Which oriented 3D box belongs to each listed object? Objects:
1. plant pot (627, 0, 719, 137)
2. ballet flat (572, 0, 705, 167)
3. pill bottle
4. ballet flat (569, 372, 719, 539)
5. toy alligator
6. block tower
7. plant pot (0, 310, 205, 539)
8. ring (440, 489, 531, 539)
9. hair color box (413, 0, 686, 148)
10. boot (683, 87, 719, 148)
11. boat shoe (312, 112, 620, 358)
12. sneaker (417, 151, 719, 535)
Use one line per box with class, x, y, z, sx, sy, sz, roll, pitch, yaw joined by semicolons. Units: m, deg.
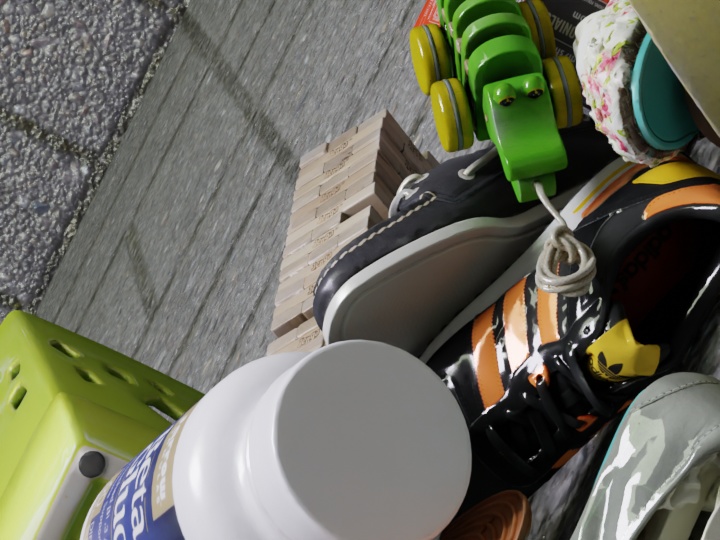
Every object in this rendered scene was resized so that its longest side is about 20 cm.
plant pot;0.168;-0.111;0.830;0.142;0.200;0.200;-34;22;14
ballet flat;0.128;-0.101;1.079;0.064;0.076;0.200;-3;28;32
pill bottle;-0.034;0.097;1.021;0.200;0.111;0.111;-42;26;58
ballet flat;0.089;0.133;0.900;0.064;0.067;0.201;31;99;47
toy alligator;0.061;-0.074;1.057;0.200;0.059;0.054;-108;7;-47
block tower;0.000;0.000;1.174;0.054;0.058;0.200;-31;24;21
plant pot;-0.149;0.164;1.493;0.200;0.199;0.181;-63;21;3
ring;0.001;0.165;0.967;0.201;0.019;0.200;-48;5;6
hair color box;0.098;-0.112;1.234;0.061;0.101;0.200;-63;14;4
boot;0.190;-0.143;1.042;0.075;0.073;0.201;-19;49;48
boat shoe;0.048;-0.020;1.098;0.199;0.060;0.074;-25;-32;-35
sneaker;0.082;0.037;1.038;0.200;0.070;0.090;-51;17;1
